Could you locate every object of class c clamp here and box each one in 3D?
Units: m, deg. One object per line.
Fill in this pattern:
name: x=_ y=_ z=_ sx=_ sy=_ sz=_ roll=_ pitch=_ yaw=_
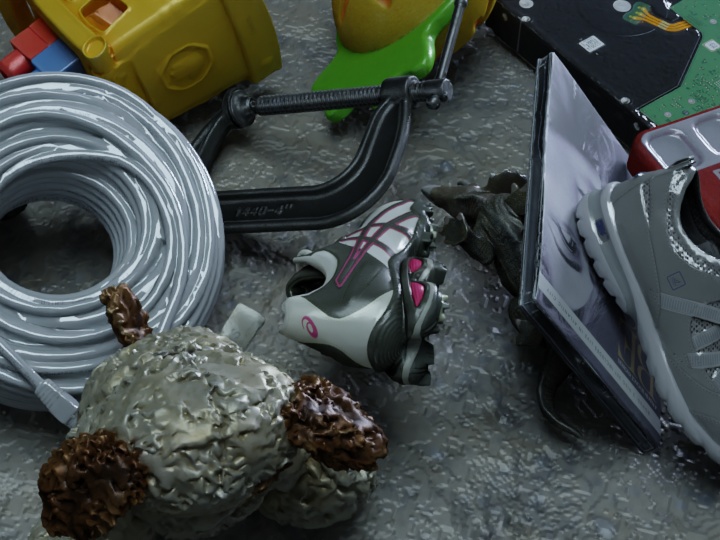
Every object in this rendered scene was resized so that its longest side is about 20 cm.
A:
c clamp: x=-0.031 y=-0.090 z=1.098 sx=0.200 sy=0.027 sz=0.171 roll=-7 pitch=53 yaw=27

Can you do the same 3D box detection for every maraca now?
maraca: x=0.032 y=-0.186 z=1.176 sx=0.137 sy=0.107 sz=0.200 roll=-10 pitch=48 yaw=49

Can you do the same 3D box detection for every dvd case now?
dvd case: x=0.141 y=-0.013 z=1.011 sx=0.016 sy=0.149 sz=0.200 roll=-19 pitch=42 yaw=29

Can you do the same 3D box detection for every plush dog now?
plush dog: x=-0.085 y=0.081 z=0.870 sx=0.200 sy=0.172 sz=0.161 roll=-17 pitch=94 yaw=-17

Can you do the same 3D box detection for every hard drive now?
hard drive: x=0.203 y=-0.157 z=1.199 sx=0.140 sy=0.038 sz=0.200 roll=-30 pitch=55 yaw=-24

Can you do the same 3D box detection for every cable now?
cable: x=-0.179 y=-0.016 z=1.008 sx=0.200 sy=0.069 sz=0.200 roll=34 pitch=64 yaw=1

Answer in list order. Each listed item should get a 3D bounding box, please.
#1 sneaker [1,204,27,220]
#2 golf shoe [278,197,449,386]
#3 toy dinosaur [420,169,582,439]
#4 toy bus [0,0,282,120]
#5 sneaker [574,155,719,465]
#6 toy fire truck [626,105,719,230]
sneaker: x=-0.299 y=-0.076 z=1.113 sx=0.088 sy=0.076 sz=0.200 roll=-42 pitch=57 yaw=-14
golf shoe: x=0.000 y=0.000 z=0.985 sx=0.088 sy=0.077 sz=0.200 roll=9 pitch=16 yaw=-4
toy dinosaur: x=0.106 y=0.004 z=1.026 sx=0.077 sy=0.102 sz=0.200 roll=-39 pitch=68 yaw=17
toy bus: x=-0.181 y=-0.177 z=1.166 sx=0.192 sy=0.136 sz=0.200 roll=-38 pitch=56 yaw=-10
sneaker: x=0.201 y=0.029 z=0.959 sx=0.200 sy=0.082 sz=0.075 roll=58 pitch=32 yaw=0
toy fire truck: x=0.288 y=-0.054 z=1.056 sx=0.200 sy=0.112 sz=0.168 roll=-21 pitch=56 yaw=-19
